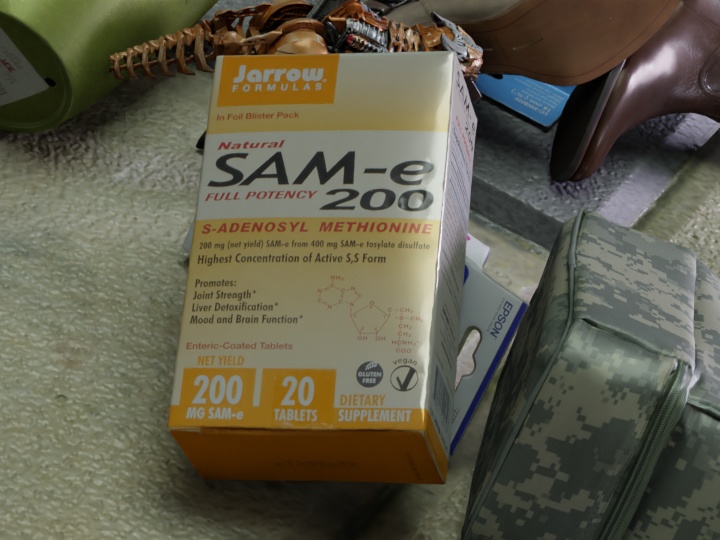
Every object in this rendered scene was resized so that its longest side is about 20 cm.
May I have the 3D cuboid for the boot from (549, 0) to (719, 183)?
[{"bbox_3d":[0.232,-0.083,1.462,0.200,0.064,0.187,34,69,-11],"label":"boot"}]

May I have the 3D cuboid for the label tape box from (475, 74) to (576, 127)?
[{"bbox_3d":[0.115,-0.186,1.547,0.144,0.064,0.200,29,37,17],"label":"label tape box"}]

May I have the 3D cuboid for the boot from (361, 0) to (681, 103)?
[{"bbox_3d":[0.081,-0.160,1.437,0.199,0.070,0.146,-23,32,-4],"label":"boot"}]

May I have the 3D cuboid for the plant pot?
[{"bbox_3d":[-0.165,-0.178,1.353,0.186,0.188,0.201,21,51,6],"label":"plant pot"}]

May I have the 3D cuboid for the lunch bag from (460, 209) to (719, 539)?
[{"bbox_3d":[0.148,0.081,1.120,0.167,0.140,0.200,21,21,1],"label":"lunch bag"}]

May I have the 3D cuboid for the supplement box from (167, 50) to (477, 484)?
[{"bbox_3d":[-0.015,-0.003,1.146,0.125,0.074,0.201,-1,65,12],"label":"supplement box"}]

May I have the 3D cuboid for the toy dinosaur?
[{"bbox_3d":[-0.036,-0.110,1.325,0.199,0.136,0.102,16,37,-1],"label":"toy dinosaur"}]

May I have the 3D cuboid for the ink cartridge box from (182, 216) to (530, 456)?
[{"bbox_3d":[0.000,0.000,1.227,0.200,0.095,0.037,38,25,27],"label":"ink cartridge box"}]
